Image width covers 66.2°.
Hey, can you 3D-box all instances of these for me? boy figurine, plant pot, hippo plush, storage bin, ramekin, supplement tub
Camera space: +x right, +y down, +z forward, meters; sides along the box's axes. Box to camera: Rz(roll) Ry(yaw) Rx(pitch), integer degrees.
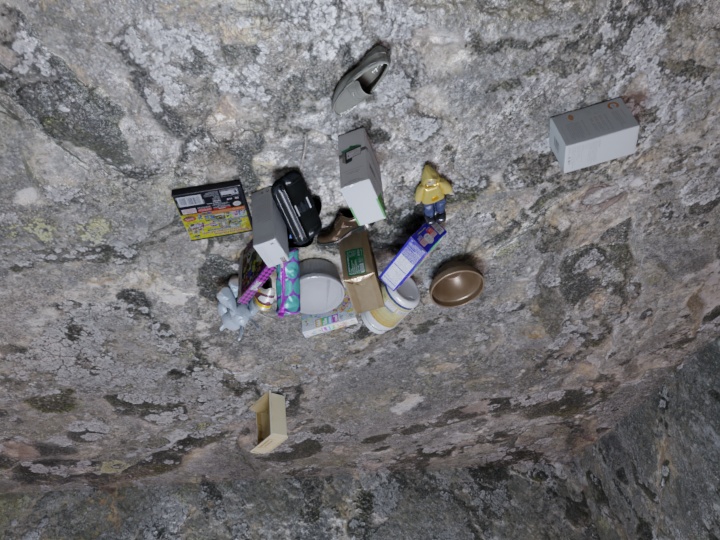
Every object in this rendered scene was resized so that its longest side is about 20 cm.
[{"bbox_3d":[0.218,-0.227,1.628,0.120,0.066,0.202,-10,143,4],"label":"boy figurine"},{"bbox_3d":[0.330,0.033,1.929,0.194,0.095,0.204,-5,140,-4],"label":"plant pot"},{"bbox_3d":[-0.401,0.131,1.856,0.156,0.204,0.161,-24,172,-32],"label":"hippo plush"},{"bbox_3d":[-0.412,0.674,2.438,0.092,0.204,0.198,21,132,-35],"label":"storage bin"},{"bbox_3d":[-0.152,0.049,1.847,0.195,0.096,0.206,-5,139,-5],"label":"ramekin"},{"bbox_3d":[0.102,0.116,1.938,0.141,0.148,0.200,18,133,-30],"label":"supplement tub"}]

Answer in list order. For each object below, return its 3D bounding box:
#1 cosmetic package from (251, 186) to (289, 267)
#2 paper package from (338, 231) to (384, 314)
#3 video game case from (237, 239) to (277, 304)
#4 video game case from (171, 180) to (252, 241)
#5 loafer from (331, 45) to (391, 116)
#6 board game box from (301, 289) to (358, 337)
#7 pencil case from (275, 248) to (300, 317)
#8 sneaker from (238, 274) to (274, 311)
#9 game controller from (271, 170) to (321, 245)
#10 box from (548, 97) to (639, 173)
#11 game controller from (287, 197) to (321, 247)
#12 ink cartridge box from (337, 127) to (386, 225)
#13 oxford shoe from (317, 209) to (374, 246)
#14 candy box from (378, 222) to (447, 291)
[{"bbox_3d":[-0.253,-0.122,1.541,0.072,0.204,0.103,-17,140,9],"label":"cosmetic package"},{"bbox_3d":[0.000,0.000,1.740,0.100,0.204,0.193,-14,140,5],"label":"paper package"},{"bbox_3d":[-0.309,-0.028,1.653,0.035,0.185,0.200,20,134,-30],"label":"video game case"},{"bbox_3d":[-0.421,-0.170,1.591,0.193,0.026,0.184,-9,140,-2],"label":"video game case"},{"bbox_3d":[-0.002,-0.444,1.323,0.069,0.071,0.200,21,131,-32],"label":"loafer"},{"bbox_3d":[-0.112,0.144,1.934,0.194,0.137,0.035,-16,141,7],"label":"board game box"},{"bbox_3d":[-0.229,0.035,1.713,0.082,0.208,0.092,1,-172,18],"label":"pencil case"},{"bbox_3d":[-0.321,0.037,1.743,0.073,0.200,0.092,4,121,-43],"label":"sneaker"},{"bbox_3d":[-0.176,-0.174,1.551,0.041,0.104,0.204,14,137,44],"label":"game controller"},{"bbox_3d":[0.630,-0.368,1.502,0.194,0.127,0.099,-15,141,7],"label":"box"},{"bbox_3d":[-0.178,-0.142,1.660,0.101,0.043,0.203,4,139,-16],"label":"game controller"},{"bbox_3d":[0.003,-0.248,1.453,0.082,0.205,0.147,-15,140,13],"label":"ink cartridge box"},{"bbox_3d":[-0.058,-0.142,1.677,0.196,0.074,0.085,-27,121,17],"label":"oxford shoe"},{"bbox_3d":[0.165,-0.049,1.744,0.077,0.169,0.201,43,131,5],"label":"candy box"}]
